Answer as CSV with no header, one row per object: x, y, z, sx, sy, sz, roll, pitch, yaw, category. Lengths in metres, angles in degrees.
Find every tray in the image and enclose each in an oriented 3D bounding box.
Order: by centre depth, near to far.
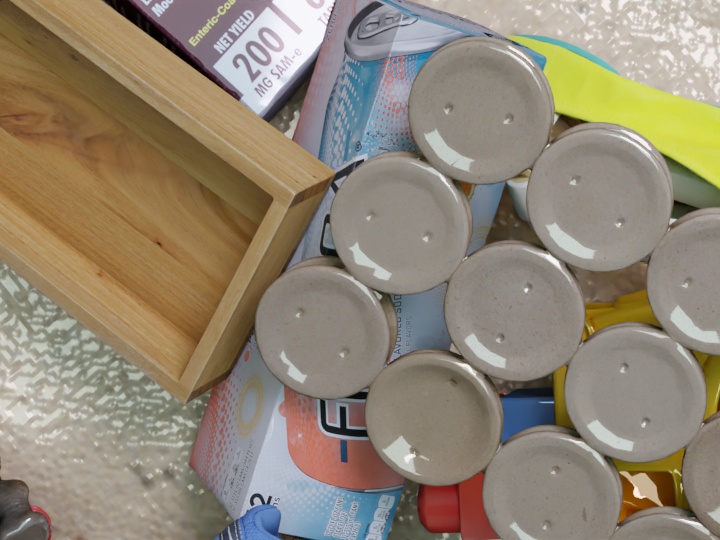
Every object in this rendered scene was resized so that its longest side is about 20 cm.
-0.113,-0.051,0.897,0.200,0.037,0.099,37,120,14,tray

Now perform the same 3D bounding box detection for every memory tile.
0.074,0.027,0.830,0.200,0.017,0.153,35,112,2,memory tile

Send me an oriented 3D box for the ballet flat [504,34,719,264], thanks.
0.094,-0.038,0.885,0.067,0.200,0.067,-45,133,-23,ballet flat

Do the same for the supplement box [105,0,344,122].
-0.078,-0.161,0.937,0.200,0.061,0.109,42,86,0,supplement box

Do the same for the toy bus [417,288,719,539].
0.120,0.098,0.911,0.191,0.136,0.201,-6,90,9,toy bus

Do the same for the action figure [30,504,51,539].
-0.142,0.183,0.899,0.052,0.065,0.201,29,60,-36,action figure

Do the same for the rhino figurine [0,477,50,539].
-0.219,0.118,0.910,0.200,0.087,0.060,-33,133,-3,rhino figurine

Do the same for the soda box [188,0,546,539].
0.000,0.000,0.903,0.063,0.068,0.201,13,100,-24,soda box

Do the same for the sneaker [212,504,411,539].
0.017,0.150,0.890,0.200,0.077,0.085,29,107,-26,sneaker
